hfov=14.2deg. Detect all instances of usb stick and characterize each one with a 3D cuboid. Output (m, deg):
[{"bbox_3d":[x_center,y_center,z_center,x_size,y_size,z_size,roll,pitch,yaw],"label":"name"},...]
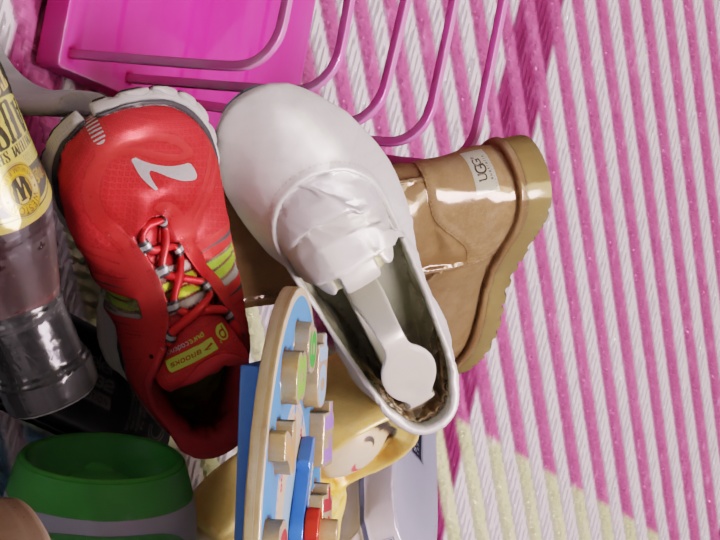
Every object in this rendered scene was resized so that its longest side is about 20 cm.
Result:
[{"bbox_3d":[-0.141,0.039,1.259,0.200,0.033,0.055,33,59,-57],"label":"usb stick"}]

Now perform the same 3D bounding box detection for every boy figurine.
[{"bbox_3d":[-0.043,0.132,1.362,0.200,0.064,0.124,-54,145,-6],"label":"boy figurine"}]

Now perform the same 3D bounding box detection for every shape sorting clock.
[{"bbox_3d":[-0.029,0.107,1.196,0.200,0.039,0.200,2,90,-88],"label":"shape sorting clock"}]

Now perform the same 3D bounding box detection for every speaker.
[{"bbox_3d":[-0.116,0.176,1.264,0.088,0.088,0.200,-19,116,-58],"label":"speaker"}]

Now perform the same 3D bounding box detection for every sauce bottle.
[{"bbox_3d":[-0.157,-0.037,1.149,0.066,0.066,0.200,-46,121,-47],"label":"sauce bottle"}]

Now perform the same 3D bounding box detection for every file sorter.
[{"bbox_3d":[-0.030,-0.133,1.324,0.200,0.125,0.139,21,78,-59],"label":"file sorter"}]

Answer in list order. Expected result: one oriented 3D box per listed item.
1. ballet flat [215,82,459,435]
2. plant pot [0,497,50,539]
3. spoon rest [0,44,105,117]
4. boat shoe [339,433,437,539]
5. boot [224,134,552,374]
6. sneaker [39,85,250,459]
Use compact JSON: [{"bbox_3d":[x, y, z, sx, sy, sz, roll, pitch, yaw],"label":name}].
[{"bbox_3d":[0.000,0.000,1.263,0.069,0.069,0.200,-63,143,-31],"label":"ballet flat"},{"bbox_3d":[-0.177,0.187,1.117,0.093,0.201,0.201,2,94,-23],"label":"plant pot"},{"bbox_3d":[-0.148,-0.159,1.199,0.099,0.061,0.200,0,82,-61],"label":"spoon rest"},{"bbox_3d":[0.000,0.070,1.478,0.074,0.065,0.200,56,27,-39],"label":"boat shoe"},{"bbox_3d":[-0.028,0.000,1.358,0.200,0.066,0.175,-8,144,-23],"label":"boot"},{"bbox_3d":[-0.075,0.004,1.205,0.077,0.085,0.200,-25,141,-8],"label":"sneaker"}]
